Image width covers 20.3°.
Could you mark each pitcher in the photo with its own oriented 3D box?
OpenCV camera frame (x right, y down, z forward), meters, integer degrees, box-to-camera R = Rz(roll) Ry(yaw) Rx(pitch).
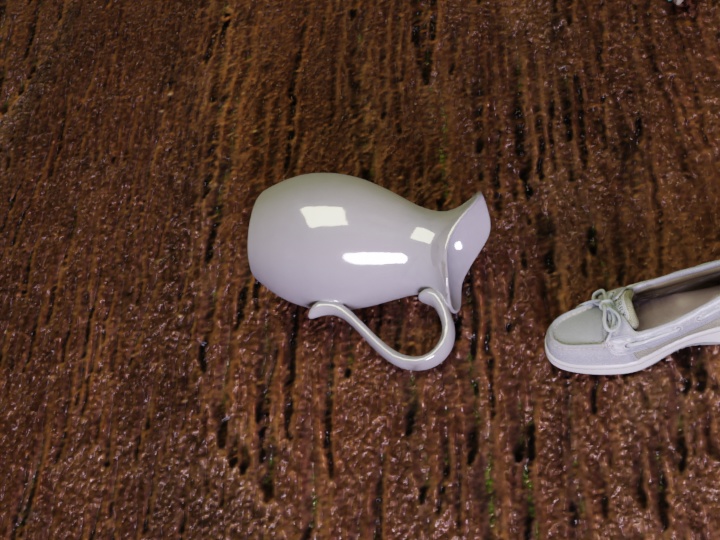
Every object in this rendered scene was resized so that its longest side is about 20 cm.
[{"bbox_3d":[0.000,0.000,1.767,0.199,0.121,0.172,7,63,16],"label":"pitcher"}]

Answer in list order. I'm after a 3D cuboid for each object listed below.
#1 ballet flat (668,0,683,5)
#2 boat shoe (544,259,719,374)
[{"bbox_3d":[0.324,-0.339,2.011,0.062,0.068,0.200,-7,42,4],"label":"ballet flat"},{"bbox_3d":[0.245,0.031,1.639,0.201,0.065,0.075,-12,41,14],"label":"boat shoe"}]
